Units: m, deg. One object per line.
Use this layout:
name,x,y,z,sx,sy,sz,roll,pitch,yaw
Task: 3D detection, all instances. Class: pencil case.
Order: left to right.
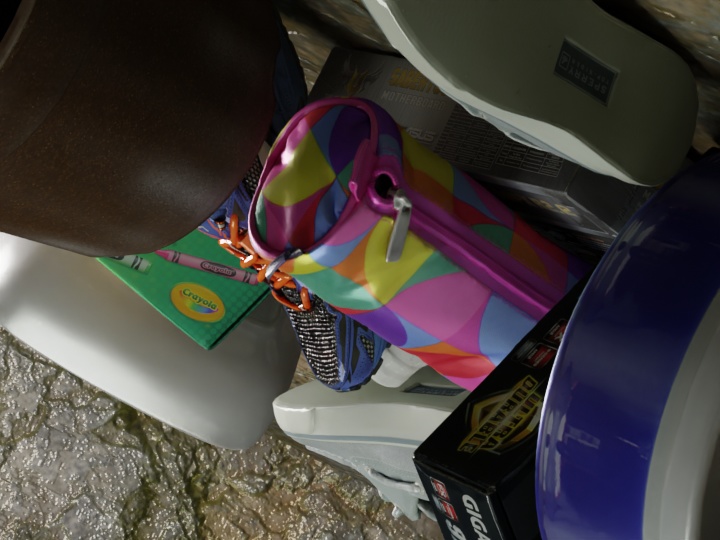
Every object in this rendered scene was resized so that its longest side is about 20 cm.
pencil case,0.041,0.003,1.185,0.200,0.089,0.088,33,169,-35

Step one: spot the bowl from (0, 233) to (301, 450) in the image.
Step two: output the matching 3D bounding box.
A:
bowl,-0.110,-0.010,1.636,0.199,0.200,0.075,31,127,-14

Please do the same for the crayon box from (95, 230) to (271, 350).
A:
crayon box,-0.138,-0.058,1.485,0.200,0.058,0.119,41,-168,-21

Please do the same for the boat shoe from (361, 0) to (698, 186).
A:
boat shoe,0.045,-0.086,1.006,0.071,0.070,0.200,13,167,43

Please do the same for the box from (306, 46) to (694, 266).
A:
box,0.086,-0.034,1.256,0.158,0.049,0.199,34,168,-36

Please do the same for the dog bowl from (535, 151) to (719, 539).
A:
dog bowl,0.159,0.056,1.075,0.079,0.201,0.200,22,171,40

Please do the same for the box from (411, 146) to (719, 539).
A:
box,0.119,0.072,1.136,0.046,0.200,0.160,22,145,41

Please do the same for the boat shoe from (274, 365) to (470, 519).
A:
boat shoe,0.031,0.089,1.348,0.070,0.072,0.200,-22,-164,-36

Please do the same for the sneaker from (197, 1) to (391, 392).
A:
sneaker,-0.051,-0.032,1.259,0.075,0.078,0.201,-14,105,61

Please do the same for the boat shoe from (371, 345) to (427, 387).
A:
boat shoe,0.004,0.003,1.375,0.074,0.086,0.202,37,-166,-25

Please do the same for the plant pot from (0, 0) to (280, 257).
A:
plant pot,-0.144,-0.102,1.127,0.199,0.201,0.198,20,178,34
